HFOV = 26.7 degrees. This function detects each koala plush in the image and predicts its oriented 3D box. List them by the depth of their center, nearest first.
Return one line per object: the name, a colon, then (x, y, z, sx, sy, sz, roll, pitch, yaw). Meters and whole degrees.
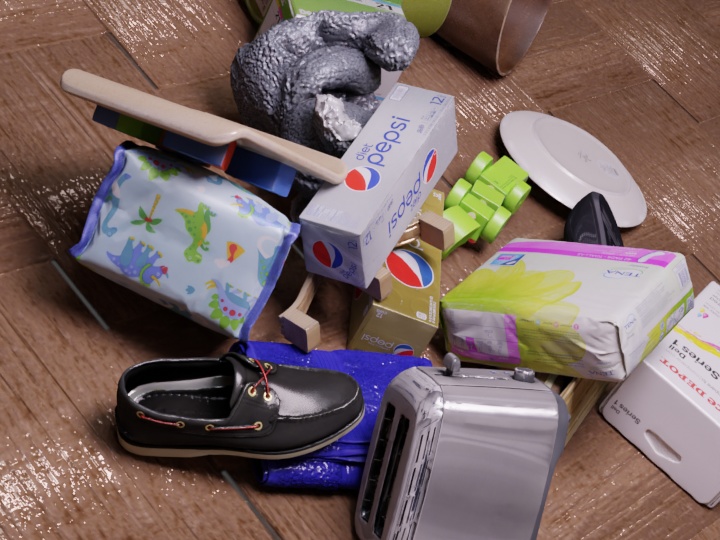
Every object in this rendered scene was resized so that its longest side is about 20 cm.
koala plush: (-0.035, -0.136, 1.473, 0.182, 0.178, 0.201, 5, 43, -13)

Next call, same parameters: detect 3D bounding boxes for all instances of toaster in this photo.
toaster: (0.076, 0.169, 1.210, 0.128, 0.202, 0.114, 11, 9, -18)

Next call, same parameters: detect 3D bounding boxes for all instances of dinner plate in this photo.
dinner plate: (0.249, -0.124, 1.736, 0.199, 0.024, 0.201, 25, 32, -17)

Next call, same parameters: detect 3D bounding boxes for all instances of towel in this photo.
towel: (-0.007, 0.120, 1.291, 0.198, 0.050, 0.149, 7, 44, -28)

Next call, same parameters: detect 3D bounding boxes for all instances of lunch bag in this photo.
lunch bag: (-0.147, -0.031, 1.307, 0.169, 0.128, 0.200, 27, 9, -6)

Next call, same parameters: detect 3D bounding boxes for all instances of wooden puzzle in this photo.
wooden puzzle: (-0.131, -0.109, 1.277, 0.184, 0.047, 0.199, 21, 4, 28)

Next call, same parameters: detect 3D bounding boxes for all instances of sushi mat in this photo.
sushi mat: (0.202, 0.118, 1.401, 0.012, 0.097, 0.200, 20, 34, 20)

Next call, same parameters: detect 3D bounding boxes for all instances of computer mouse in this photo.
computer mouse: (0.241, -0.007, 1.575, 0.139, 0.052, 0.201, 58, 22, -29)

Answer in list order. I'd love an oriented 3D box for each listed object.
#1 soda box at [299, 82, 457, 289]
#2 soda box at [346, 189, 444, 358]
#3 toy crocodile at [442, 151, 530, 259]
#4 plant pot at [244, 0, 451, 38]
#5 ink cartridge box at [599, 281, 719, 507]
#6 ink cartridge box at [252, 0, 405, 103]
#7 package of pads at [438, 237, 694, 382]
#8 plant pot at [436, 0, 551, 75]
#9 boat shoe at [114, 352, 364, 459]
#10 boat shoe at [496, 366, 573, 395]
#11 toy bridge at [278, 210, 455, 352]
soda box: (0.019, -0.079, 1.362, 0.063, 0.069, 0.201, 16, 50, 22)
soda box: (0.035, -0.003, 1.444, 0.067, 0.064, 0.201, 20, 39, -12)
toy crocodile: (0.127, -0.069, 1.592, 0.067, 0.062, 0.200, 34, 33, 5)
plant pot: (-0.027, -0.337, 1.697, 0.198, 0.188, 0.188, -16, 56, -28)
ink cartridge box: (0.348, 0.119, 1.505, 0.145, 0.084, 0.200, 41, 39, 12)
ink cartridge box: (-0.012, -0.274, 1.599, 0.146, 0.201, 0.076, 9, 42, -25)
package of pads: (0.186, 0.033, 1.401, 0.198, 0.069, 0.154, 5, 28, 37)
plant pot: (0.119, -0.361, 1.823, 0.198, 0.188, 0.187, 26, 36, 16)
boat shoe: (-0.093, 0.103, 1.190, 0.199, 0.064, 0.074, -2, 46, -9)
boat shoe: (0.161, 0.100, 1.426, 0.075, 0.072, 0.200, 19, 29, 12)
toy bridge: (0.000, 0.000, 1.358, 0.067, 0.027, 0.199, 28, 49, 35)
